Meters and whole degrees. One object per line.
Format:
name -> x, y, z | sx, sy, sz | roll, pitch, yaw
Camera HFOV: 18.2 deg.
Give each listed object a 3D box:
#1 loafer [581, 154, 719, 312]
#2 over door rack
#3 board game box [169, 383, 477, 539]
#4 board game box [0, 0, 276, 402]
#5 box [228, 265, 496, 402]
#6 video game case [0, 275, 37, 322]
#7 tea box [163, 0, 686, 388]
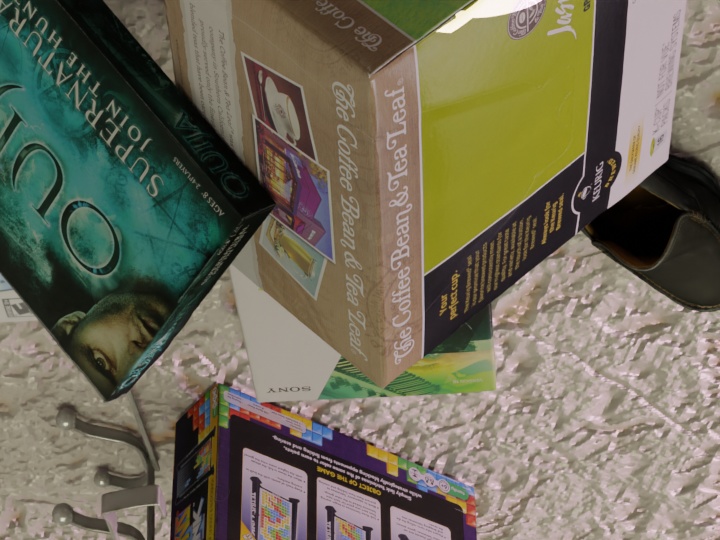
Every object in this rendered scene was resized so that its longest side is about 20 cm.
loafer -> 0.145, -0.027, 1.176 | 0.073, 0.073, 0.200 | -26, 135, 27
over door rack -> -0.147, 0.127, 1.309 | 0.066, 0.148, 0.201 | -1, 142, -7
board game box -> -0.020, 0.179, 1.357 | 0.199, 0.166, 0.057 | 25, 135, -26
board game box -> -0.138, -0.057, 0.992 | 0.028, 0.200, 0.135 | -26, 161, -49
box -> 0.000, 0.000, 1.239 | 0.143, 0.037, 0.201 | -3, 142, 5
video game case -> -0.262, -0.039, 1.201 | 0.181, 0.024, 0.201 | -3, 140, 3
tea box -> 0.032, -0.096, 0.973 | 0.196, 0.133, 0.201 | -37, 149, -26
